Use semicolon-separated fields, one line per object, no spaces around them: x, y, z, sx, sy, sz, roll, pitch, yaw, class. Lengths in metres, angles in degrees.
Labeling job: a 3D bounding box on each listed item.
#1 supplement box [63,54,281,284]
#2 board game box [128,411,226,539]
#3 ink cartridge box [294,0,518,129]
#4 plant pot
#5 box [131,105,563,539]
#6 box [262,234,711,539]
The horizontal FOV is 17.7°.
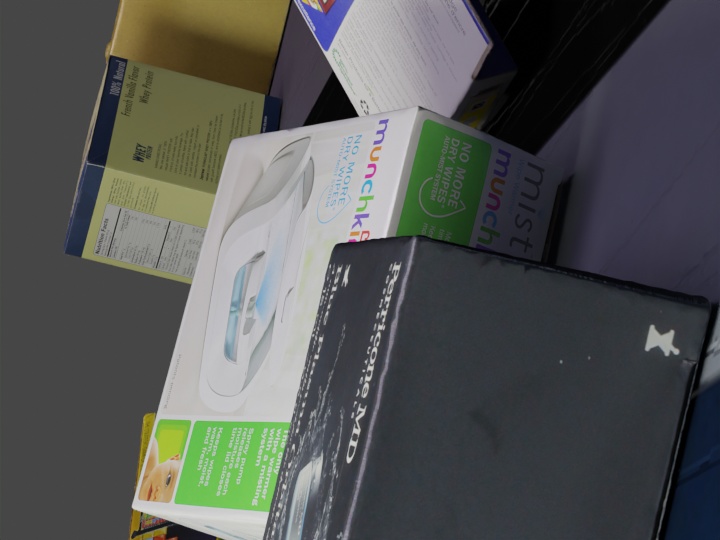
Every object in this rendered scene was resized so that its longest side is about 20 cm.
-0.205;-0.105;2.528;0.200;0.199;0.134;-86;13;-49;supplement box
-0.066;0.194;1.279;0.165;0.057;0.200;-91;-17;-63;board game box
0.018;-0.171;1.318;0.198;0.047;0.200;62;156;13;ink cartridge box
-0.206;-0.288;2.832;0.196;0.199;0.195;-149;72;-82;plant pot
-0.006;0.037;1.112;0.176;0.096;0.201;-3;69;58;box
0.034;0.093;0.893;0.200;0.117;0.197;177;106;-80;box
